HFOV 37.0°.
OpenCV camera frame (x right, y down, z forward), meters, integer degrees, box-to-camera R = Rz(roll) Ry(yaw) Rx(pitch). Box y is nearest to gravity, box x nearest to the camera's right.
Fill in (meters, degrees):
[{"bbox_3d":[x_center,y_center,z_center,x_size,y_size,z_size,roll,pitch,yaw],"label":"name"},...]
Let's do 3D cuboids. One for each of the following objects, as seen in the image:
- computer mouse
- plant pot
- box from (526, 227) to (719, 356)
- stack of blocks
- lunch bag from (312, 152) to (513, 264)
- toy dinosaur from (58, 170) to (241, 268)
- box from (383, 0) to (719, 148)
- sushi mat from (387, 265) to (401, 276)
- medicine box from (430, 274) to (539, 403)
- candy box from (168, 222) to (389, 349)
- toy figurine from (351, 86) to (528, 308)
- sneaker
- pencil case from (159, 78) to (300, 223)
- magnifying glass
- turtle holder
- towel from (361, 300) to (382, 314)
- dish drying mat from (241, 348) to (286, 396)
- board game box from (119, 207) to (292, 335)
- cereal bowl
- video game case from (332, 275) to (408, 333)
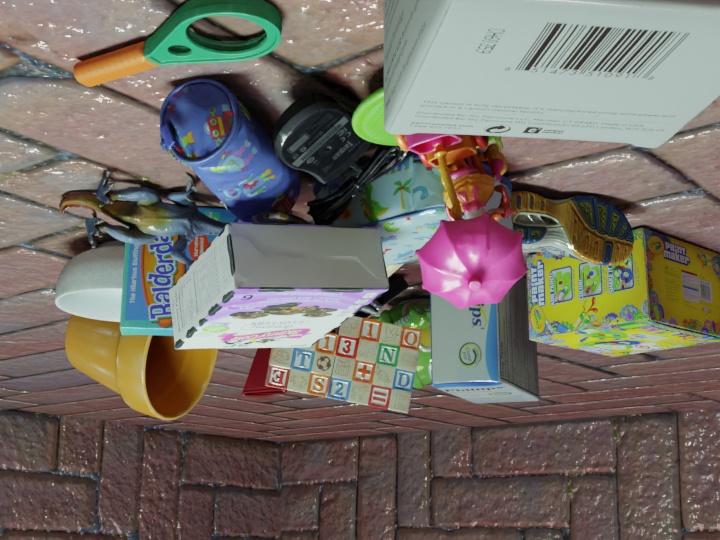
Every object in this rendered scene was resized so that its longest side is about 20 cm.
[{"bbox_3d":[-0.049,-0.103,1.015,0.140,0.046,0.200,-42,157,16],"label":"computer mouse"},{"bbox_3d":[-0.351,0.115,1.680,0.182,0.202,0.200,10,171,24],"label":"plant pot"},{"bbox_3d":[0.361,0.037,1.464,0.199,0.123,0.192,13,161,-42],"label":"box"},{"bbox_3d":[-0.024,0.120,1.480,0.198,0.116,0.059,11,174,-5],"label":"stack of blocks"},{"bbox_3d":[0.056,-0.064,1.164,0.199,0.083,0.160,-12,160,39],"label":"lunch bag"},{"bbox_3d":[-0.216,-0.073,1.228,0.180,0.106,0.200,1,-158,-41],"label":"toy dinosaur"},{"bbox_3d":[0.124,-0.172,0.653,0.197,0.132,0.200,2,166,-8],"label":"box"},{"bbox_3d":[0.000,0.000,1.351,0.200,0.012,0.095,-41,143,23],"label":"sushi mat"},{"bbox_3d":[0.178,0.085,1.530,0.102,0.184,0.200,-7,164,24],"label":"medicine box"},{"bbox_3d":[-0.090,0.021,1.122,0.166,0.072,0.200,0,160,-27],"label":"candy box"},{"bbox_3d":[0.091,-0.056,0.952,0.149,0.186,0.200,-16,165,20],"label":"toy figurine"},{"bbox_3d":[0.223,-0.053,1.258,0.198,0.076,0.088,13,173,-20],"label":"sneaker"},{"bbox_3d":[-0.120,-0.105,1.013,0.086,0.078,0.200,-30,159,5],"label":"pencil case"},{"bbox_3d":[-0.150,-0.179,0.859,0.198,0.023,0.079,-11,162,30],"label":"magnifying glass"},{"bbox_3d":[0.093,0.100,1.732,0.131,0.141,0.186,-25,127,2],"label":"turtle holder"},{"bbox_3d":[-0.079,0.014,1.458,0.199,0.086,0.165,14,161,-43],"label":"towel"},{"bbox_3d":[-0.112,0.097,1.575,0.076,0.201,0.018,-6,138,28],"label":"dish drying mat"},{"bbox_3d":[-0.182,0.003,1.286,0.198,0.154,0.045,2,165,-8],"label":"board game box"},{"bbox_3d":[-0.309,0.011,1.455,0.198,0.084,0.200,0,166,0],"label":"cereal bowl"},{"bbox_3d":[-0.029,0.087,1.652,0.180,0.026,0.200,-35,178,-22],"label":"video game case"}]
